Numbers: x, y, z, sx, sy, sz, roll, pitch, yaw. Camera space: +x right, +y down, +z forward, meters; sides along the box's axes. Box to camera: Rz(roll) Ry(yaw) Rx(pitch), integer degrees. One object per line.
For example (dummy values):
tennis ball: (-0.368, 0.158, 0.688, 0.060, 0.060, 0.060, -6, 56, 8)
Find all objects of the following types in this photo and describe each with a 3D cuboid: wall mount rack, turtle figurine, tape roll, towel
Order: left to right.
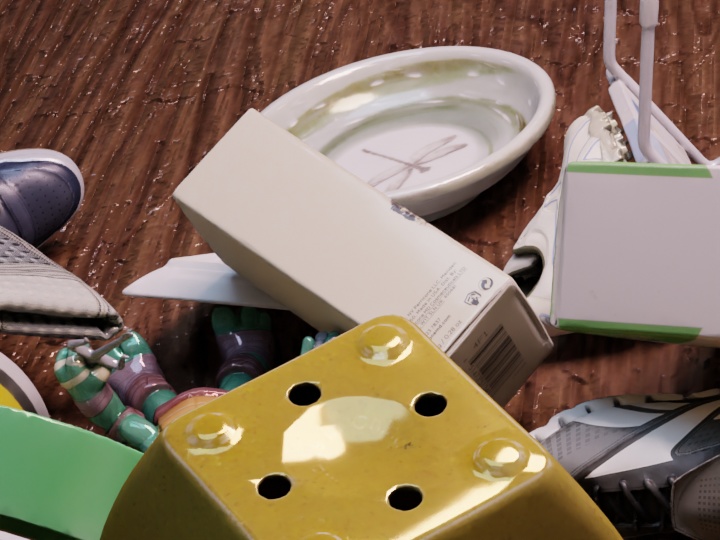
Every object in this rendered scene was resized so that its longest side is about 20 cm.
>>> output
towel: (-0.258, -0.015, 1.493, 0.200, 0.035, 0.193, 4, 20, -42)
tape roll: (-0.164, 0.108, 1.211, 0.200, 0.200, 0.048, 3, 68, 29)
turtle figurine: (-0.085, 0.070, 1.406, 0.150, 0.101, 0.200, 2, 10, -7)
wall mount rack: (0.176, -0.100, 1.514, 0.075, 0.174, 0.200, -39, 25, 14)

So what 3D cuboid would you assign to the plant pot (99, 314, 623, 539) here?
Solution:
plant pot: (0.006, 0.139, 1.093, 0.194, 0.200, 0.196, -26, 46, -21)

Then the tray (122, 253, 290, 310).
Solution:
tray: (-0.022, 0.007, 1.512, 0.200, 0.022, 0.107, 5, 5, 25)

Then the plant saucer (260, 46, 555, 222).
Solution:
plant saucer: (0.025, -0.072, 1.659, 0.200, 0.050, 0.200, -10, 29, 6)

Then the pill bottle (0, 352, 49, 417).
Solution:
pill bottle: (-0.242, 0.127, 1.364, 0.111, 0.111, 0.200, -2, 32, 22)

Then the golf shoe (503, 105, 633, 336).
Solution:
golf shoe: (0.118, -0.027, 1.518, 0.097, 0.078, 0.200, -25, 21, 10)

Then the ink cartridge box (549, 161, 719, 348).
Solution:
ink cartridge box: (0.201, -0.003, 1.316, 0.146, 0.084, 0.200, 3, -1, 29)

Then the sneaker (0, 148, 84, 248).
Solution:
sneaker: (-0.255, -0.003, 1.641, 0.200, 0.070, 0.109, -24, 25, -4)

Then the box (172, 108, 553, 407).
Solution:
box: (0.000, 0.000, 1.407, 0.200, 0.082, 0.068, 35, 78, 33)

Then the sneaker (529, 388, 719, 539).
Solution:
sneaker: (0.155, 0.097, 1.279, 0.200, 0.067, 0.091, -15, 26, -5)
